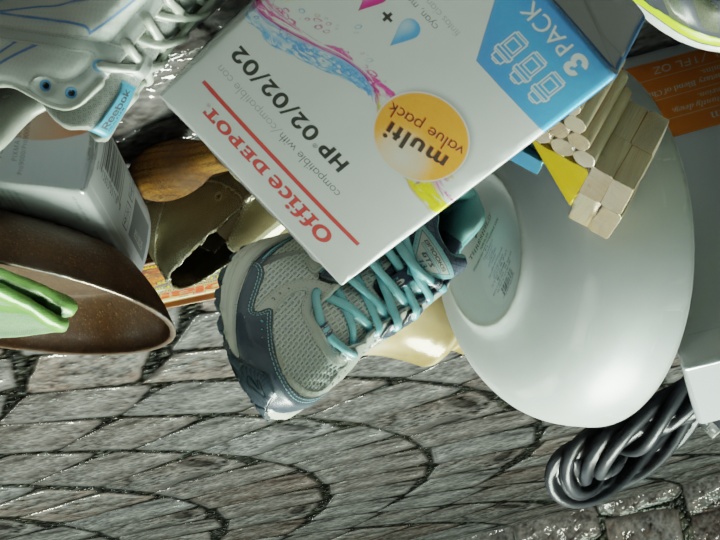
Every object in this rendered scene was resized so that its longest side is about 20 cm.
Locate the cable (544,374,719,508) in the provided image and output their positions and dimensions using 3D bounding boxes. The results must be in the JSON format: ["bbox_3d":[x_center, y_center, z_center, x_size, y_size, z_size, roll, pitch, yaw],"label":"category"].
[{"bbox_3d":[0.186,0.075,1.032,0.163,0.051,0.200,-25,164,-19],"label":"cable"}]

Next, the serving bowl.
[{"bbox_3d":[0.092,-0.014,0.932,0.066,0.201,0.200,-4,162,-27],"label":"serving bowl"}]

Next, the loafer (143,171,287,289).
[{"bbox_3d":[-0.042,-0.041,0.987,0.200,0.068,0.076,-20,165,34],"label":"loafer"}]

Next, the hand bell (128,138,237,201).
[{"bbox_3d":[-0.070,-0.061,0.908,0.104,0.104,0.200,1,171,-37],"label":"hand bell"}]

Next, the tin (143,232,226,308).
[{"bbox_3d":[-0.117,-0.007,1.104,0.200,0.042,0.112,-11,161,-3],"label":"tin"}]

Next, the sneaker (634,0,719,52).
[{"bbox_3d":[0.202,-0.121,0.761,0.200,0.074,0.081,21,174,-1],"label":"sneaker"}]

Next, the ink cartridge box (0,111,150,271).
[{"bbox_3d":[-0.219,-0.046,0.912,0.200,0.050,0.162,9,164,5],"label":"ink cartridge box"}]

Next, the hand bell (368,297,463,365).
[{"bbox_3d":[0.078,0.046,1.077,0.200,0.104,0.104,25,149,-20],"label":"hand bell"}]

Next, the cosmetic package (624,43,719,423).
[{"bbox_3d":[0.204,-0.029,0.943,0.101,0.200,0.071,-15,147,10],"label":"cosmetic package"}]

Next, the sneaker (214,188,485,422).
[{"bbox_3d":[0.000,0.000,0.853,0.086,0.078,0.200,-17,-160,31],"label":"sneaker"}]

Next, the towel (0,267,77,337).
[{"bbox_3d":[-0.259,0.011,0.857,0.200,0.031,0.149,-4,161,34],"label":"towel"}]

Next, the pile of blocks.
[{"bbox_3d":[0.081,-0.106,0.799,0.082,0.062,0.200,6,141,38],"label":"pile of blocks"}]

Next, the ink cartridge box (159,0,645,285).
[{"bbox_3d":[0.002,-0.077,0.726,0.200,0.115,0.068,-38,-169,33],"label":"ink cartridge box"}]

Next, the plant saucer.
[{"bbox_3d":[-0.194,0.003,0.921,0.200,0.037,0.200,7,165,2],"label":"plant saucer"}]

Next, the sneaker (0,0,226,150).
[{"bbox_3d":[-0.095,-0.101,0.720,0.200,0.087,0.075,-21,159,26],"label":"sneaker"}]
